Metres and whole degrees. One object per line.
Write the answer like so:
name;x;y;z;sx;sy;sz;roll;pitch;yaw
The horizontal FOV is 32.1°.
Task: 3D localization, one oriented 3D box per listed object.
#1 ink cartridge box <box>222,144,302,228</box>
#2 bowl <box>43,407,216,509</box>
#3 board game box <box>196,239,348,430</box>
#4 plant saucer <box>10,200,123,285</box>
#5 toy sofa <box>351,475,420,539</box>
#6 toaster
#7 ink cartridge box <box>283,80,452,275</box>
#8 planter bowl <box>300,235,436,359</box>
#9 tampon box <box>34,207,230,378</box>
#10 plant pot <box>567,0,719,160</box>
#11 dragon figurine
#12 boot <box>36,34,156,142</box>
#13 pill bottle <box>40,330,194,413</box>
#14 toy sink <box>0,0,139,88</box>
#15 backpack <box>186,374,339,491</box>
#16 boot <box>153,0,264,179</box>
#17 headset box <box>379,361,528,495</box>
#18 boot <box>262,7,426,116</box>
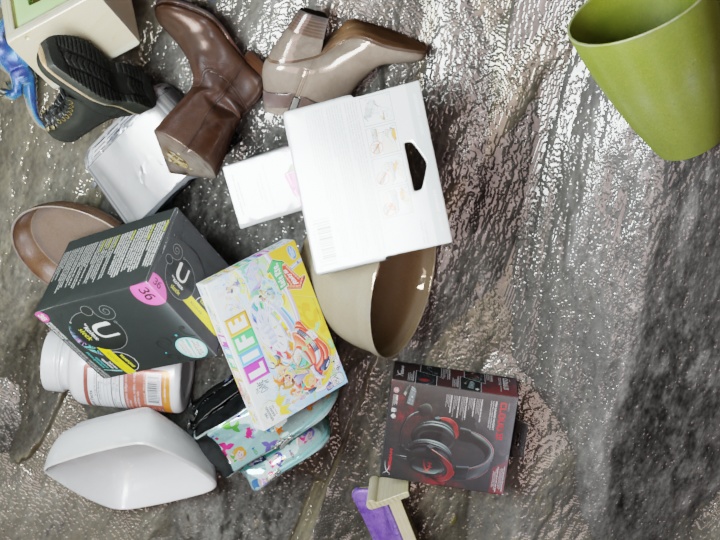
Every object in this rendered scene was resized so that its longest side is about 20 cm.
ink cartridge box;-0.061;-0.128;1.619;0.197;0.145;0.086;-15;96;9
bowl;-0.316;0.260;1.754;0.197;0.076;0.200;-15;144;22
board game box;-0.109;0.080;1.581;0.133;0.034;0.203;-28;106;-25
plant saucer;-0.373;-0.028;1.693;0.197;0.035;0.202;12;142;9
toy sofa;0.059;0.397;1.799;0.096;0.083;0.203;-19;104;9
toaster;-0.267;-0.155;1.648;0.200;0.114;0.129;-41;97;16
ink cartridge box;0.010;-0.111;1.508;0.171;0.044;0.203;-12;88;9
planter bowl;0.000;0.000;1.642;0.133;0.200;0.203;15;109;23
tampon box;-0.282;0.034;1.602;0.198;0.127;0.150;-14;133;32
plant pot;0.377;-0.245;1.546;0.185;0.188;0.201;-24;118;11
dragon figurine;-0.443;-0.279;1.654;0.099;0.059;0.201;-33;100;14
boot;-0.355;-0.206;1.512;0.137;0.199;0.079;-23;69;21
pill bottle;-0.336;0.133;1.740;0.197;0.112;0.114;5;107;4
toy sink;-0.367;-0.353;1.541;0.129;0.202;0.112;-24;147;12
backpack;-0.119;0.188;1.705;0.199;0.178;0.151;-40;103;4
boot;-0.223;-0.227;1.582;0.185;0.201;0.064;33;149;-8
headset box;0.133;0.220;1.743;0.197;0.075;0.151;8;107;3
boot;-0.028;-0.250;1.624;0.197;0.070;0.148;15;114;-9
